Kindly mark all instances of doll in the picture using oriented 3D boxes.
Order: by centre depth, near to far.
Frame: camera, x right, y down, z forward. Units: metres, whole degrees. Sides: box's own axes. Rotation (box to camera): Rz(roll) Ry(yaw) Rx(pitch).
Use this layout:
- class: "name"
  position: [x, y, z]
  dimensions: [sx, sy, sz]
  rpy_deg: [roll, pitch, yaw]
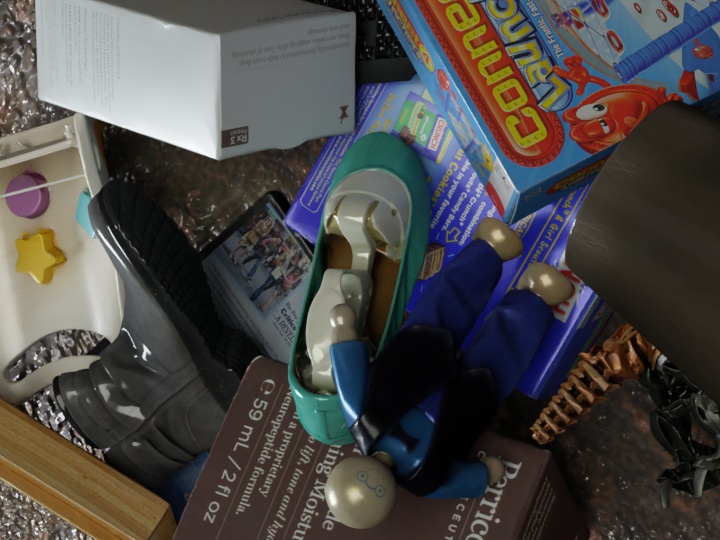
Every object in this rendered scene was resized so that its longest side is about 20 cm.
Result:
- class: "doll"
  position: [0.038, 0.062, 1.243]
  dimensions: [0.136, 0.201, 0.048]
  rpy_deg: [41, 150, -10]

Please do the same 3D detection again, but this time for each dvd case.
- class: "dvd case"
  position: [-0.087, 0.063, 1.484]
  dimensions: [0.200, 0.018, 0.143]
  rpy_deg: [-40, 78, 21]

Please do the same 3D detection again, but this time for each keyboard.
- class: "keyboard"
  position: [-0.034, -0.168, 1.391]
  dimensions: [0.199, 0.039, 0.105]
  rpy_deg: [1, 80, 47]

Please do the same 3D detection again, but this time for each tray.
- class: "tray"
  position: [-0.213, 0.130, 1.484]
  dimensions: [0.199, 0.099, 0.037]
  rpy_deg: [30, 72, 11]

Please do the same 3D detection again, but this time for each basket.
- class: "basket"
  position: [0.222, 0.006, 1.200]
  dimensions: [0.199, 0.136, 0.181]
  rpy_deg: [36, 133, 20]

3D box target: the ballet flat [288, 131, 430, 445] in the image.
- class: "ballet flat"
  position: [0.000, 0.000, 1.292]
  dimensions: [0.067, 0.070, 0.202]
  rpy_deg: [6, 69, 12]

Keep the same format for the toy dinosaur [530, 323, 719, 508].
- class: "toy dinosaur"
  position: [0.191, 0.060, 1.298]
  dimensions: [0.199, 0.102, 0.137]
  rpy_deg: [-24, 84, 1]

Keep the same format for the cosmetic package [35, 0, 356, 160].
- class: "cosmetic package"
  position: [-0.105, -0.133, 1.383]
  dimensions: [0.199, 0.112, 0.082]
  rpy_deg: [17, 114, 45]

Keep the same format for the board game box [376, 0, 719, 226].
- class: "board game box"
  position: [0.123, -0.160, 1.291]
  dimensions: [0.195, 0.056, 0.201]
  rpy_deg: [-27, 77, -12]

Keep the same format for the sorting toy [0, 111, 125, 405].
- class: "sorting toy"
  position: [-0.225, -0.002, 1.500]
  dimensions: [0.198, 0.107, 0.182]
  rpy_deg: [-13, 95, 24]

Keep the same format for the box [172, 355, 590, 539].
- class: "box"
  position: [0.010, 0.177, 1.344]
  dimensions: [0.198, 0.164, 0.167]
  rpy_deg: [16, 71, 21]

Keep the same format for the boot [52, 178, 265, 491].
- class: "boot"
  position: [-0.151, 0.050, 1.433]
  dimensions: [0.131, 0.070, 0.201]
  rpy_deg: [-26, 106, 22]

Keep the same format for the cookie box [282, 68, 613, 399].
- class: "cookie box"
  position: [0.079, -0.046, 1.374]
  dimensions: [0.199, 0.075, 0.172]
  rpy_deg: [35, 105, 18]
